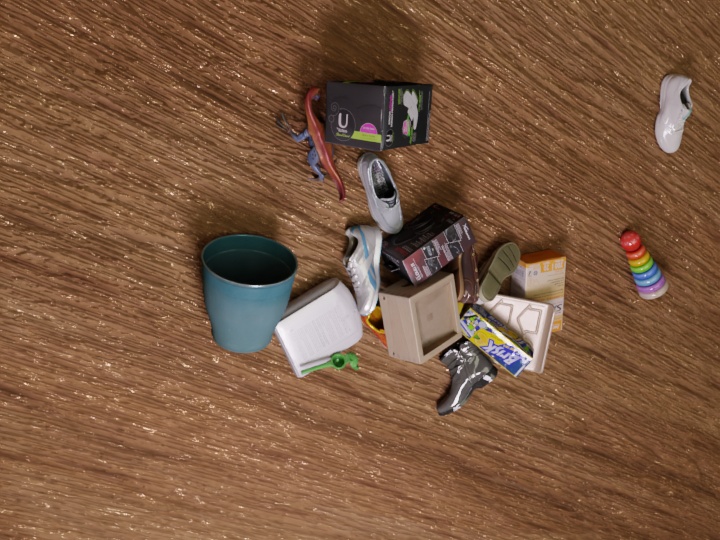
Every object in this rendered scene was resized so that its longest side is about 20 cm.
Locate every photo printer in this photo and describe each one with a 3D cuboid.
[{"bbox_3d":[-0.094,0.124,1.689,0.198,0.069,0.169,-31,117,-13],"label":"photo printer"}]

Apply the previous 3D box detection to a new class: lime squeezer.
[{"bbox_3d":[-0.050,0.211,1.704,0.198,0.070,0.039,4,73,-52],"label":"lime squeezer"}]

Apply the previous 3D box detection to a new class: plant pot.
[{"bbox_3d":[-0.237,0.057,1.545,0.195,0.201,0.192,-3,123,-23],"label":"plant pot"}]

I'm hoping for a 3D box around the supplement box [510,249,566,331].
[{"bbox_3d":[0.457,0.060,1.916,0.123,0.073,0.205,-10,110,-20],"label":"supplement box"}]

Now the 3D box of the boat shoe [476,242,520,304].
[{"bbox_3d":[0.325,0.003,1.832,0.075,0.068,0.200,52,55,-13],"label":"boat shoe"}]

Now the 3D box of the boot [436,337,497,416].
[{"bbox_3d":[0.242,0.265,1.895,0.199,0.068,0.131,-42,97,12],"label":"boot"}]

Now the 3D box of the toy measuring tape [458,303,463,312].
[{"bbox_3d":[0.211,0.086,1.817,0.072,0.073,0.204,16,99,-27],"label":"toy measuring tape"}]

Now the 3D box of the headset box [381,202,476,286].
[{"bbox_3d":[0.141,-0.056,1.694,0.198,0.149,0.078,-34,116,-10],"label":"headset box"}]

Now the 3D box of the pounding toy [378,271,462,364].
[{"bbox_3d":[0.141,0.105,1.720,0.198,0.140,0.188,-26,113,-39],"label":"pounding toy"}]

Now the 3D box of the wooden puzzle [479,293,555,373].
[{"bbox_3d":[0.380,0.151,1.876,0.195,0.046,0.190,12,110,13],"label":"wooden puzzle"}]

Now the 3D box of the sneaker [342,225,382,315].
[{"bbox_3d":[0.000,0.000,1.682,0.079,0.076,0.206,2,87,-23],"label":"sneaker"}]

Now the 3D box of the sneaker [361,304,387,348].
[{"bbox_3d":[0.069,0.146,1.767,0.199,0.077,0.074,37,88,-30],"label":"sneaker"}]

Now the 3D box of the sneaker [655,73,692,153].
[{"bbox_3d":[0.823,-0.402,1.929,0.074,0.088,0.205,-15,112,-20],"label":"sneaker"}]

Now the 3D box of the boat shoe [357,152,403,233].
[{"bbox_3d":[0.051,-0.166,1.663,0.069,0.071,0.204,-30,116,-12],"label":"boat shoe"}]

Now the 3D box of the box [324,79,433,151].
[{"bbox_3d":[0.038,-0.322,1.520,0.199,0.146,0.127,-21,118,-54],"label":"box"}]

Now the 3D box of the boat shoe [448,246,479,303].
[{"bbox_3d":[0.247,-0.021,1.769,0.069,0.070,0.205,6,77,-24],"label":"boat shoe"}]

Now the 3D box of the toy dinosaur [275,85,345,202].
[{"bbox_3d":[-0.076,-0.278,1.533,0.104,0.199,0.183,-37,150,-25],"label":"toy dinosaur"}]

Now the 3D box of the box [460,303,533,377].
[{"bbox_3d":[0.332,0.168,1.836,0.199,0.064,0.070,39,114,2],"label":"box"}]

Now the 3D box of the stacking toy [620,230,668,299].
[{"bbox_3d":[0.771,-0.023,2.033,0.085,0.085,0.202,-36,113,-9],"label":"stacking toy"}]
